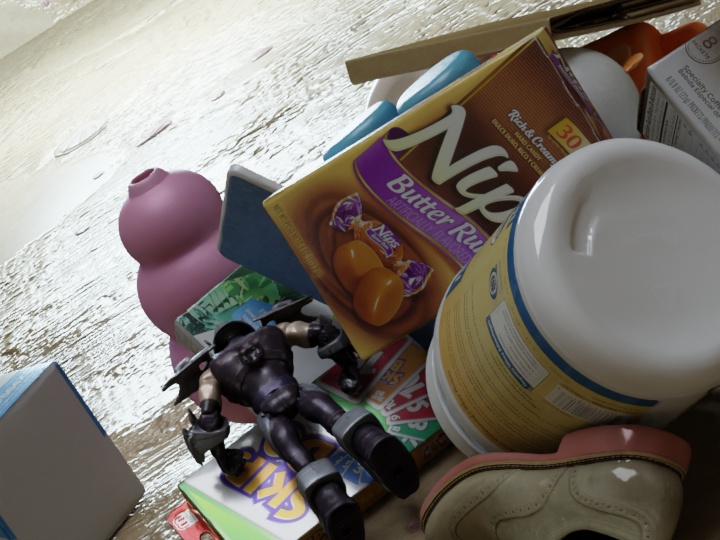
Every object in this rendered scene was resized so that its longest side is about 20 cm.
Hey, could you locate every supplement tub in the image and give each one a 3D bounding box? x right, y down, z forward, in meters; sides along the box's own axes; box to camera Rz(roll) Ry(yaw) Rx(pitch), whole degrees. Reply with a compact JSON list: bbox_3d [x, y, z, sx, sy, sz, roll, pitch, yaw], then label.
[{"bbox_3d":[0.125,0.030,1.236,0.145,0.145,0.200,-44,-4,-29],"label":"supplement tub"}]

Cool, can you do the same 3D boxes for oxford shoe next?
[{"bbox_3d":[0.096,0.140,1.216,0.200,0.070,0.075,-29,46,52],"label":"oxford shoe"}]

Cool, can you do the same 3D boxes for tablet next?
[{"bbox_3d":[0.000,0.000,1.457,0.130,0.200,0.014,106,-169,-64],"label":"tablet"}]

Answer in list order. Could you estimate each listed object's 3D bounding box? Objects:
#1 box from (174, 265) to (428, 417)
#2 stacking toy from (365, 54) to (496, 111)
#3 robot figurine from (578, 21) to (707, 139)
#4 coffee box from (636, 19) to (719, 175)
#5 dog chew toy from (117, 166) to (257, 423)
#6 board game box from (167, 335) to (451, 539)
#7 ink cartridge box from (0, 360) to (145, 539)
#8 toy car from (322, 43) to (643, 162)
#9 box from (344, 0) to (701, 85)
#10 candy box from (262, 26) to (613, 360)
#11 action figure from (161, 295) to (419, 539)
[{"bbox_3d":[-0.008,0.027,1.539,0.200,0.144,0.036,-41,-17,-22],"label":"box"},{"bbox_3d":[0.106,-0.125,1.786,0.146,0.146,0.200,-20,4,32],"label":"stacking toy"},{"bbox_3d":[0.170,-0.103,1.598,0.200,0.144,0.117,-24,-21,22],"label":"robot figurine"},{"bbox_3d":[0.257,-0.051,1.219,0.114,0.200,0.080,-32,-21,-10],"label":"coffee box"},{"bbox_3d":[-0.103,0.012,1.611,0.125,0.200,0.125,-28,21,11],"label":"dog chew toy"},{"bbox_3d":[-0.027,0.122,1.441,0.200,0.030,0.096,-39,50,-10],"label":"board game box"},{"bbox_3d":[-0.287,0.165,1.634,0.200,0.129,0.125,-14,27,40],"label":"ink cartridge box"},{"bbox_3d":[0.116,-0.081,1.489,0.200,0.184,0.177,-46,11,-36],"label":"toy car"},{"bbox_3d":[0.112,-0.167,1.568,0.163,0.021,0.200,-19,9,-42],"label":"box"},{"bbox_3d":[0.056,-0.047,1.354,0.200,0.117,0.056,-32,5,15],"label":"candy box"},{"bbox_3d":[-0.045,0.091,1.414,0.130,0.069,0.200,-39,47,-5],"label":"action figure"}]
